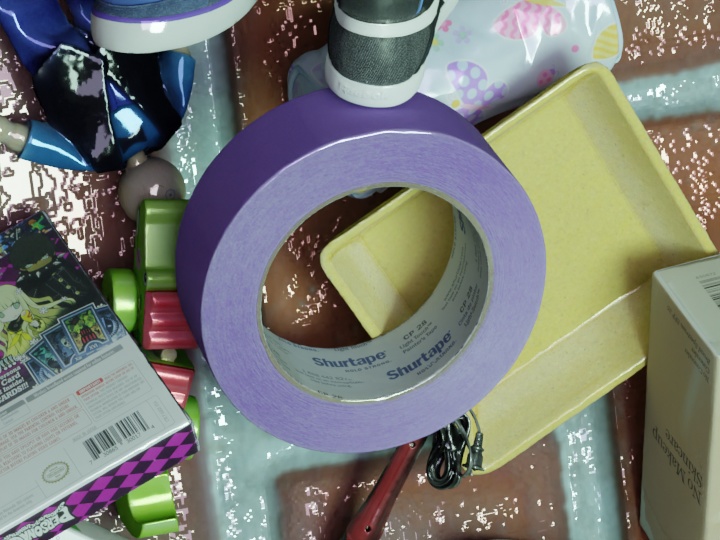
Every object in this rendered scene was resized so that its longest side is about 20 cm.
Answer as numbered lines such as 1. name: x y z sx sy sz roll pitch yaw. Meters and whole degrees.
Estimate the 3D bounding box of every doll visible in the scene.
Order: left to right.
1. doll: -0.157 -0.113 1.554 0.136 0.048 0.201 -34 112 -18

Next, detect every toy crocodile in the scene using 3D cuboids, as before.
1. toy crocodile: -0.117 0.055 1.574 0.067 0.062 0.201 5 107 -19

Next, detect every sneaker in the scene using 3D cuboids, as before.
1. sneaker: -0.086 -0.221 1.507 0.200 0.080 0.147 -37 130 -40
2. sneaker: 0.026 -0.189 1.518 0.073 0.201 0.112 9 129 0

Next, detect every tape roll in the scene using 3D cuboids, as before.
1. tape roll: 0.000 0.000 1.525 0.199 0.066 0.201 -8 118 -15

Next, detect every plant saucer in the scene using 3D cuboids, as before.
1. plant saucer: 0.096 -0.006 1.621 0.199 0.048 0.200 -35 122 0

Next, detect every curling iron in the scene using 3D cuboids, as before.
1. curling iron: 0.009 0.162 1.630 0.200 0.050 0.026 -55 155 14

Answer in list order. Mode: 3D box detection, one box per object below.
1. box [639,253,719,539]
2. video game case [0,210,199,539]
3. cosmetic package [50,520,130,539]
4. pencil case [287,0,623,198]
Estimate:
1. box: 0.223 0.096 1.645 0.077 0.095 0.201 -13 127 -16
2. video game case: -0.216 0.079 1.501 0.199 0.181 0.036 -31 145 -13
3. cosmetic package: -0.147 0.196 1.567 0.199 0.108 0.085 26 87 -21
4. pencil case: 0.056 -0.120 1.605 0.199 0.083 0.091 -28 85 -14
